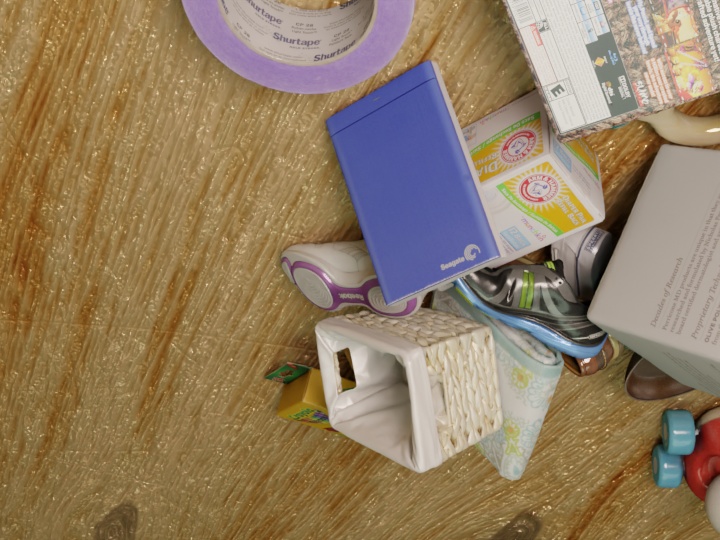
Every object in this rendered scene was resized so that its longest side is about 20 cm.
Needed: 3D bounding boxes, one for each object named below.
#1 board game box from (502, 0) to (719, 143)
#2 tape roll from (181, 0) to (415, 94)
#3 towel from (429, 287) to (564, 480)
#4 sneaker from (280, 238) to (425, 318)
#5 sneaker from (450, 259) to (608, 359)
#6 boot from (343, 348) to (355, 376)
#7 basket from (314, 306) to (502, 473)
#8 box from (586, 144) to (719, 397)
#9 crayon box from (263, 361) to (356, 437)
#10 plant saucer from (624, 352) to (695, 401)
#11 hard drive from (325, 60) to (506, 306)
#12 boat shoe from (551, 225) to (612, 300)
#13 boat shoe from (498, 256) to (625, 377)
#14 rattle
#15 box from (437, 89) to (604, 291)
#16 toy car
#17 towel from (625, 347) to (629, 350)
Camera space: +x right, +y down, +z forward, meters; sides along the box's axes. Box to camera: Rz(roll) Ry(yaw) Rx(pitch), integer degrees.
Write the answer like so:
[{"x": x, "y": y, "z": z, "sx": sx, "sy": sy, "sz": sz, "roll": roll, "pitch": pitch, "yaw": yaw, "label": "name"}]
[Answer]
[{"x": 0.233, "y": -0.223, "z": 0.793, "sx": 0.198, "sy": 0.097, "sz": 0.160, "roll": -16, "pitch": 122, "yaw": 23, "label": "board game box"}, {"x": -0.050, "y": -0.256, "z": 0.820, "sx": 0.198, "sy": 0.086, "sz": 0.201, "roll": 4, "pitch": 138, "yaw": 3, "label": "tape roll"}, {"x": 0.139, "y": 0.110, "z": 1.085, "sx": 0.048, "sy": 0.200, "sz": 0.172, "roll": -15, "pitch": 132, "yaw": -28, "label": "towel"}, {"x": 0.000, "y": 0.000, "z": 1.110, "sx": 0.198, "sy": 0.100, "sz": 0.075, "roll": 12, "pitch": 132, "yaw": 30, "label": "sneaker"}, {"x": 0.167, "y": 0.018, "z": 0.972, "sx": 0.198, "sy": 0.071, "sz": 0.083, "roll": 25, "pitch": 98, "yaw": -8, "label": "sneaker"}, {"x": 0.072, "y": 0.136, "z": 1.266, "sx": 0.143, "sy": 0.071, "sz": 0.202, "roll": -14, "pitch": 130, "yaw": 29, "label": "boot"}, {"x": 0.053, "y": 0.120, "z": 1.066, "sx": 0.122, "sy": 0.199, "sz": 0.137, "roll": -15, "pitch": 105, "yaw": -28, "label": "basket"}, {"x": 0.369, "y": 0.015, "z": 0.930, "sx": 0.198, "sy": 0.202, "sz": 0.171, "roll": 29, "pitch": 173, "yaw": -37, "label": "box"}, {"x": -0.031, "y": 0.186, "z": 1.310, "sx": 0.198, "sy": 0.051, "sz": 0.127, "roll": 20, "pitch": 158, "yaw": -14, "label": "crayon box"}, {"x": 0.404, "y": 0.091, "z": 1.154, "sx": 0.198, "sy": 0.032, "sz": 0.201, "roll": -15, "pitch": 145, "yaw": -11, "label": "plant saucer"}, {"x": 0.050, "y": -0.083, "z": 0.935, "sx": 0.131, "sy": 0.202, "sz": 0.025, "roll": -25, "pitch": 168, "yaw": 30, "label": "hard drive"}, {"x": 0.250, "y": 0.008, "z": 1.104, "sx": 0.065, "sy": 0.074, "sz": 0.201, "roll": 25, "pitch": 152, "yaw": 26, "label": "boat shoe"}, {"x": 0.197, "y": 0.046, "z": 1.065, "sx": 0.200, "sy": 0.067, "sz": 0.072, "roll": 38, "pitch": 152, "yaw": 35, "label": "boat shoe"}, {"x": 0.296, "y": -0.132, "z": 0.884, "sx": 0.198, "sy": 0.144, "sz": 0.130, "roll": -7, "pitch": 154, "yaw": 5, "label": "rattle"}, {"x": 0.134, "y": -0.080, "z": 0.983, "sx": 0.199, "sy": 0.102, "sz": 0.112, "roll": -25, "pitch": 131, "yaw": 30, "label": "box"}, {"x": 0.507, "y": 0.305, "z": 1.296, "sx": 0.182, "sy": 0.201, "sz": 0.178, "roll": 1, "pitch": 139, "yaw": 6, "label": "toy car"}, {"x": 0.346, "y": 0.039, "z": 1.099, "sx": 0.198, "sy": 0.024, "sz": 0.153, "roll": -10, "pitch": 143, "yaw": -19, "label": "towel"}]
